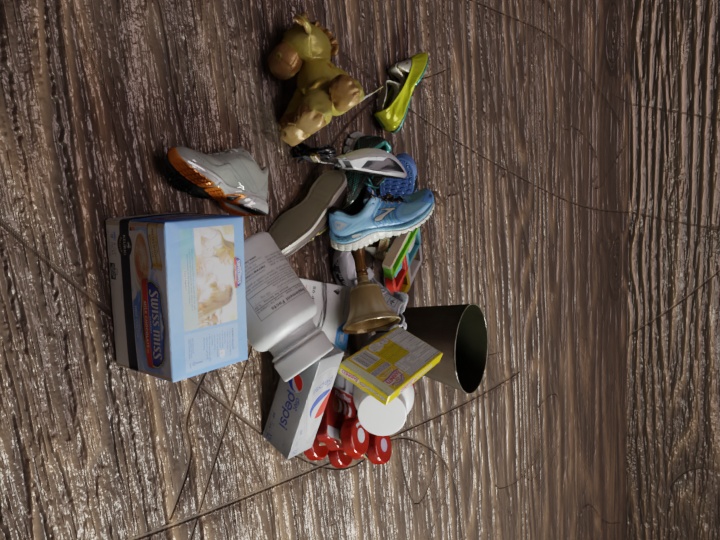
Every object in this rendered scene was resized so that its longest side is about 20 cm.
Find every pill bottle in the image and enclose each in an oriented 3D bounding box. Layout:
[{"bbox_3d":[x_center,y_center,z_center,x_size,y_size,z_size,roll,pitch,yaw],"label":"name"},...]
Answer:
[{"bbox_3d":[-0.130,0.055,0.968,0.114,0.114,0.201,-31,85,-46],"label":"pill bottle"},{"bbox_3d":[0.043,0.205,1.191,0.200,0.110,0.114,-78,159,-68],"label":"pill bottle"}]

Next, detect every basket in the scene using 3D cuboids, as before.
[{"bbox_3d":[0.142,0.146,1.336,0.135,0.198,0.183,-22,111,-48],"label":"basket"}]

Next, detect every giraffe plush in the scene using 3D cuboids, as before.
[{"bbox_3d":[-0.077,-0.318,1.046,0.200,0.172,0.163,-40,104,-30],"label":"giraffe plush"}]

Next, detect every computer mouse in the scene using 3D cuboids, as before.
[{"bbox_3d":[-0.009,-0.191,1.114,0.197,0.109,0.045,5,94,-28],"label":"computer mouse"}]

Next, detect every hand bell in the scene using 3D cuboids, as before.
[{"bbox_3d":[0.000,0.000,1.146,0.103,0.103,0.203,10,63,-52],"label":"hand bell"}]

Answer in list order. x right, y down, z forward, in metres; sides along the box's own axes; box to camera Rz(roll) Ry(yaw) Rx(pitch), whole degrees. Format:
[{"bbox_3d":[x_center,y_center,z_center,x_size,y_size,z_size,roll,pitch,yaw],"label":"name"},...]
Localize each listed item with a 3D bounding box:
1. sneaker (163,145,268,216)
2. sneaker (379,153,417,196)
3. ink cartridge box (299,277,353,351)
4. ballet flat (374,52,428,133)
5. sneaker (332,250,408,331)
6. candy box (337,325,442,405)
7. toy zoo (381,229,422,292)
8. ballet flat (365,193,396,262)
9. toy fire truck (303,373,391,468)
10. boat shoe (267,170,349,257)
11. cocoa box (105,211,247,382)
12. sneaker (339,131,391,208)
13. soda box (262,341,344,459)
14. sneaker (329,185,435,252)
[{"bbox_3d":[-0.206,-0.149,0.956,0.199,0.075,0.094,29,64,-58],"label":"sneaker"},{"bbox_3d":[0.079,-0.161,1.289,0.201,0.069,0.078,97,14,-49],"label":"sneaker"},{"bbox_3d":[-0.099,0.073,1.117,0.199,0.066,0.118,12,85,-53],"label":"ink cartridge box"},{"bbox_3d":[0.079,-0.371,1.306,0.067,0.066,0.202,32,70,-27],"label":"ballet flat"},{"bbox_3d":[0.024,0.034,1.235,0.075,0.114,0.202,-44,128,-41],"label":"sneaker"},{"bbox_3d":[0.056,0.158,1.125,0.199,0.102,0.027,-23,140,-55],"label":"candy box"},{"bbox_3d":[0.089,-0.009,1.334,0.132,0.020,0.201,-61,159,-25],"label":"toy zoo"},{"bbox_3d":[0.028,-0.076,1.242,0.064,0.071,0.201,-13,150,-13],"label":"ballet flat"},{"bbox_3d":[-0.021,0.273,1.226,0.200,0.111,0.170,36,48,-50],"label":"toy fire truck"},{"bbox_3d":[-0.087,-0.085,1.112,0.201,0.071,0.060,-52,149,-25],"label":"boat shoe"},{"bbox_3d":[-0.241,0.028,0.871,0.133,0.130,0.204,-11,103,-51],"label":"cocoa box"},{"bbox_3d":[0.002,-0.162,1.201,0.077,0.090,0.203,23,76,-50],"label":"sneaker"},{"bbox_3d":[-0.096,0.206,1.079,0.063,0.068,0.203,-12,126,-52],"label":"soda box"},{"bbox_3d":[0.037,-0.103,1.104,0.198,0.078,0.091,-22,111,-15],"label":"sneaker"}]
